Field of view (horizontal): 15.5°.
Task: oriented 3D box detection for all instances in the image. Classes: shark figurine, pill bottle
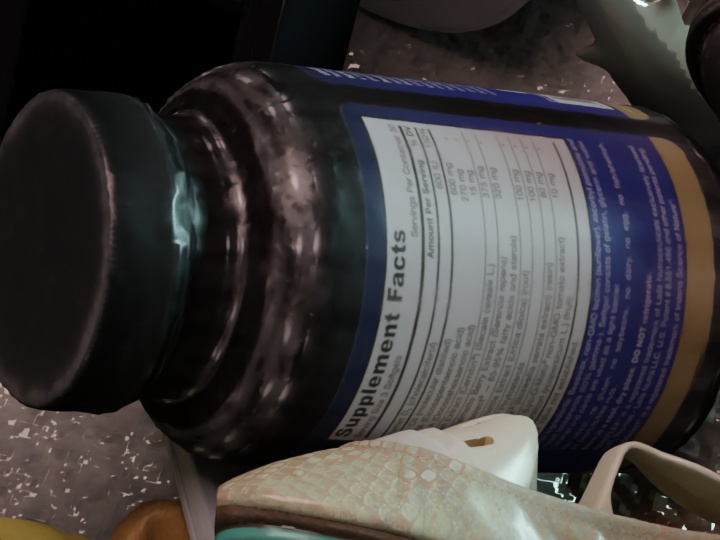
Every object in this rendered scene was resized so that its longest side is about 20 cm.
[{"bbox_3d":[0.087,-0.065,0.849,0.089,0.214,0.129,-25,74,27],"label":"shark figurine"},{"bbox_3d":[0.000,0.000,0.748,0.199,0.112,0.112,4,41,-31],"label":"pill bottle"}]

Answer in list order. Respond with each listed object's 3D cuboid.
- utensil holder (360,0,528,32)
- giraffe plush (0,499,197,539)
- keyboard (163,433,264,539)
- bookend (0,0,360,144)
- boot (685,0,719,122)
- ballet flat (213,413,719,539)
[{"bbox_3d":[0.057,-0.206,0.939,0.170,0.170,0.200,26,58,26],"label":"utensil holder"},{"bbox_3d":[-0.135,0.099,0.723,0.162,0.173,0.200,28,20,14],"label":"giraffe plush"},{"bbox_3d":[-0.031,0.055,0.770,0.056,0.011,0.200,24,22,-25],"label":"keyboard"},{"bbox_3d":[-0.097,-0.127,0.834,0.198,0.201,0.092,22,27,10],"label":"bookend"},{"bbox_3d":[0.143,0.034,0.714,0.069,0.200,0.174,-28,22,39],"label":"boot"},{"bbox_3d":[0.050,0.072,0.718,0.199,0.067,0.063,20,67,-23],"label":"ballet flat"}]
